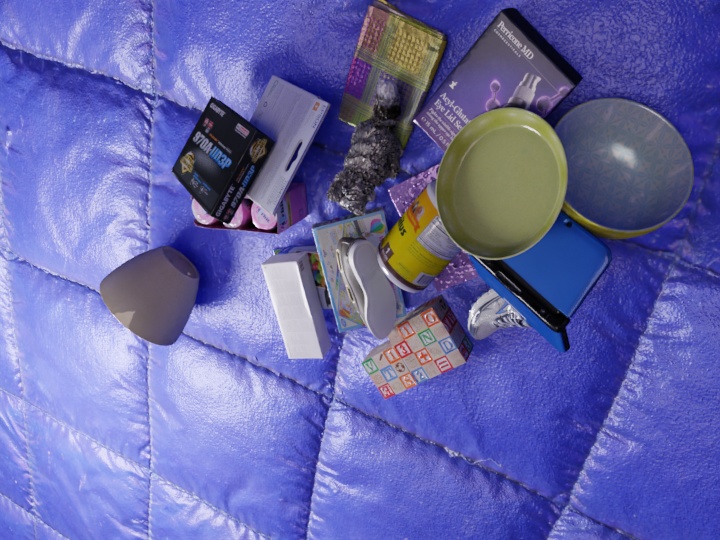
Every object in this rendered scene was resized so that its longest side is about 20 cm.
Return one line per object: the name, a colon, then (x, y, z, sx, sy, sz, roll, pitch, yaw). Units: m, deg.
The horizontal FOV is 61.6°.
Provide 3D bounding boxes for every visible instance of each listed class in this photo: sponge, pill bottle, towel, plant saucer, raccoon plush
sponge: (0.138, -0.073, 1.036, 0.110, 0.030, 0.204, -23, 98, 30)
pill bottle: (0.119, -0.067, 0.965, 0.109, 0.109, 0.201, 43, 120, 3)
towel: (0.049, -0.315, 0.984, 0.141, 0.023, 0.204, 28, 121, 12)
plant saucer: (0.193, -0.117, 0.827, 0.196, 0.031, 0.206, -3, 85, 41)
raccoon plush: (-0.002, -0.190, 0.967, 0.095, 0.135, 0.203, 17, 139, 23)

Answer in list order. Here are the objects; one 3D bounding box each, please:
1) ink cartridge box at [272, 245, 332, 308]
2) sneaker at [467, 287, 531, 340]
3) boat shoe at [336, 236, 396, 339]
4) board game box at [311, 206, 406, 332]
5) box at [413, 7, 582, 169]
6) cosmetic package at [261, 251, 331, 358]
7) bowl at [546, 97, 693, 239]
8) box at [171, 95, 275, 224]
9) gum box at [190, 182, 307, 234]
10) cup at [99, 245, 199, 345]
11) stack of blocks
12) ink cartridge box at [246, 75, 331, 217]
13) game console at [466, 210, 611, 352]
ink cartridge box: (-0.087, 0.014, 1.177, 0.195, 0.042, 0.123, -1, 110, 28)
sneaker: (0.253, 0.062, 0.987, 0.201, 0.076, 0.087, -49, 47, 33)
boat shoe: (0.010, 0.030, 1.055, 0.060, 0.072, 0.205, 21, 138, 45)
board game box: (0.000, 0.000, 1.097, 0.131, 0.034, 0.205, -13, 107, 3)
box: (0.200, -0.252, 0.887, 0.148, 0.104, 0.201, 44, 123, 4)
cosmetic package: (-0.121, 0.069, 1.163, 0.080, 0.051, 0.205, -4, 112, 23)
bowl: (0.347, -0.125, 0.852, 0.197, 0.203, 0.108, 30, 163, 11)
box: (-0.244, -0.195, 1.049, 0.200, 0.046, 0.161, 41, 102, 44)
gum box: (-0.212, -0.124, 1.136, 0.195, 0.113, 0.068, 7, 114, 23)
cup: (-0.424, 0.036, 1.278, 0.200, 0.200, 0.143, 45, 98, 2)
stack of blocks: (0.096, 0.146, 1.129, 0.198, 0.059, 0.117, -32, 95, 32)
ink cartridge box: (-0.134, -0.208, 1.013, 0.199, 0.040, 0.203, 38, 102, 45)
game console: (0.255, -0.008, 0.876, 0.118, 0.171, 0.200, -42, 57, 1)
